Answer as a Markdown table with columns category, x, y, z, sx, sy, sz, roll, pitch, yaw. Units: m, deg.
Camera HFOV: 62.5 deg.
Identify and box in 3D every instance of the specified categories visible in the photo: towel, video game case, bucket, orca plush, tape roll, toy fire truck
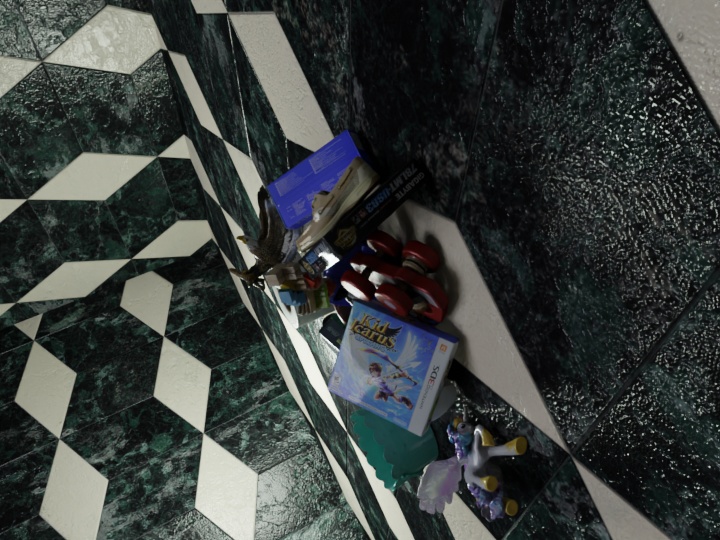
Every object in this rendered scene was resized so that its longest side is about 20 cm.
| category | x | y | z | sx | sy | sz | roll | pitch | yaw |
| --- | --- | --- | --- | --- | --- | --- | --- | --- | --- |
| towel | 0.000 | 0.000 | 1.174 | 0.201 | 0.146 | 0.050 | 98 | 179 | -52 |
| video game case | 0.055 | 0.170 | 1.066 | 0.199 | 0.045 | 0.183 | 22 | 102 | 20 |
| bucket | 0.081 | 0.398 | 1.403 | 0.208 | 0.134 | 0.208 | 54 | 158 | 34 |
| orca plush | 0.036 | 0.101 | 1.133 | 0.199 | 0.072 | 0.105 | 25 | -178 | -3 |
| tape roll | -0.155 | 0.040 | 1.638 | 0.203 | 0.138 | 0.203 | 54 | 159 | 33 |
| toy fire truck | 0.074 | 0.030 | 1.034 | 0.199 | 0.113 | 0.168 | 21 | 161 | 41 |

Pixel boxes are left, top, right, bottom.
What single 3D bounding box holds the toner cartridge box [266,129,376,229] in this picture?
| category | x | y | z | sx | sy | sz | roll | pitch | yaw |
| --- | --- | --- | --- | --- | --- | --- | --- | --- | --- |
| toner cartridge box | -0.074 | -0.166 | 1.108 | 0.043 | 0.199 | 0.096 | -5 | -113 | -64 |

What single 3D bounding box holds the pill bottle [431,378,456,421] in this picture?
| category | x | y | z | sx | sy | sz | roll | pitch | yaw |
| --- | --- | --- | --- | --- | --- | --- | --- | --- | --- |
| pill bottle | 0.091 | 0.195 | 1.164 | 0.200 | 0.114 | 0.115 | 44 | 151 | 39 |

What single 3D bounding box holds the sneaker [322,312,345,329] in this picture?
| category | x | y | z | sx | sy | sz | roll | pitch | yaw |
| --- | --- | --- | --- | --- | --- | --- | --- | --- | --- |
| sneaker | -0.039 | 0.196 | 1.610 | 0.200 | 0.074 | 0.088 | 44 | 156 | 49 |

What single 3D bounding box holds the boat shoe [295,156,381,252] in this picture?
| category | x | y | z | sx | sy | sz | roll | pitch | yaw |
| --- | --- | --- | --- | --- | --- | --- | --- | --- | --- |
| boat shoe | -0.052 | -0.114 | 1.047 | 0.065 | 0.200 | 0.072 | 45 | -160 | -1 |

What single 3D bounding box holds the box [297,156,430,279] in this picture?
| category | x | y | z | sx | sy | sz | roll | pitch | yaw |
| --- | --- | --- | --- | --- | --- | --- | --- | --- | --- |
| box | 0.000 | -0.078 | 0.963 | 0.050 | 0.198 | 0.200 | 47 | 161 | -3 |

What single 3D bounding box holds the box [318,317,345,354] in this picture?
| category | x | y | z | sx | sy | sz | roll | pitch | yaw |
| --- | --- | --- | --- | --- | --- | --- | --- | --- | --- |
| box | -0.004 | 0.211 | 1.414 | 0.200 | 0.051 | 0.158 | 39 | 167 | 18 |

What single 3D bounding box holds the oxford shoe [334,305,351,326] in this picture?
| category | x | y | z | sx | sy | sz | roll | pitch | yaw |
| --- | --- | --- | --- | --- | --- | --- | --- | --- | --- |
| oxford shoe | -0.015 | 0.125 | 1.456 | 0.201 | 0.070 | 0.075 | 58 | 162 | 25 |

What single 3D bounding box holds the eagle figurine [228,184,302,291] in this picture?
| category | x | y | z | sx | sy | sz | roll | pitch | yaw |
| --- | --- | --- | --- | --- | --- | --- | --- | --- | --- |
| eagle figurine | -0.194 | -0.062 | 1.246 | 0.151 | 0.201 | 0.151 | 27 | 179 | 13 |

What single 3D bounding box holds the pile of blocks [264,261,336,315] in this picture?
| category | x | y | z | sx | sy | sz | roll | pitch | yaw |
| --- | --- | --- | --- | --- | --- | --- | --- | --- | --- |
| pile of blocks | -0.093 | 0.037 | 1.080 | 0.200 | 0.062 | 0.083 | 23 | -115 | -62 |

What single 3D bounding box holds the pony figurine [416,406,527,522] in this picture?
| category | x | y | z | sx | sy | sz | roll | pitch | yaw |
| --- | --- | --- | --- | --- | --- | --- | --- | --- | --- |
| pony figurine | 0.203 | 0.349 | 1.034 | 0.200 | 0.165 | 0.195 | 176 | 104 | -74 |

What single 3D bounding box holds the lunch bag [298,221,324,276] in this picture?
| category | x | y | z | sx | sy | sz | roll | pitch | yaw |
| --- | --- | --- | --- | --- | --- | --- | --- | --- | --- |
| lunch bag | -0.071 | -0.093 | 1.238 | 0.200 | 0.139 | 0.168 | 56 | 165 | 33 |
